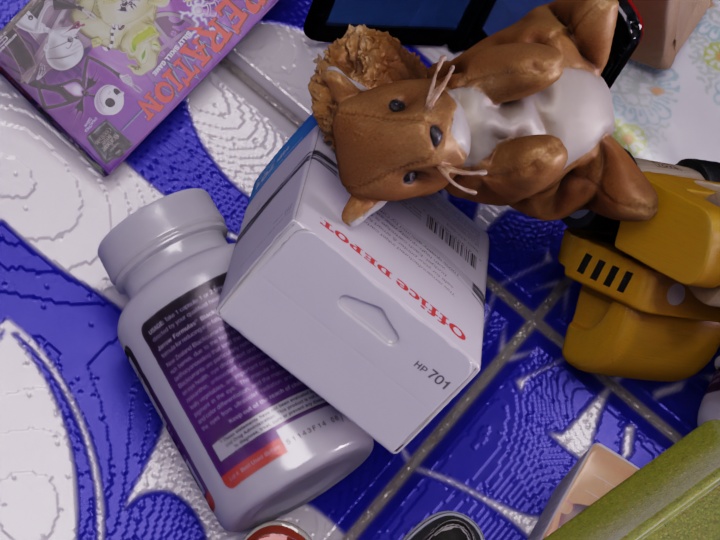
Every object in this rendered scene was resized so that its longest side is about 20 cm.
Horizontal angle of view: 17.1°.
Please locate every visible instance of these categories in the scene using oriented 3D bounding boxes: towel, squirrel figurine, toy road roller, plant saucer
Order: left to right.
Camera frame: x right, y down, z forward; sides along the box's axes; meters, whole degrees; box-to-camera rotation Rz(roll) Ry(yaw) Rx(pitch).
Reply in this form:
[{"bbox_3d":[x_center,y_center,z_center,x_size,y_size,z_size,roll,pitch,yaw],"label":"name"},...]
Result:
[{"bbox_3d":[0.048,-0.085,1.450,0.186,0.200,0.142,-17,104,-34],"label":"squirrel figurine"},{"bbox_3d":[0.206,0.009,1.514,0.122,0.200,0.147,6,103,-32],"label":"toy road roller"},{"bbox_3d":[0.206,0.211,1.420,0.200,0.048,0.200,-33,78,-19],"label":"plant saucer"},{"bbox_3d":[0.251,-0.115,1.659,0.200,0.048,0.171,-34,76,-18],"label":"towel"}]

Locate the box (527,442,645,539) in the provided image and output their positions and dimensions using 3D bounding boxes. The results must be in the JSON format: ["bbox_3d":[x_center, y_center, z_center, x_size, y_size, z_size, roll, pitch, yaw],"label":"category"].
[{"bbox_3d":[0.153,0.239,1.485,0.152,0.106,0.200,30,69,3],"label":"box"}]

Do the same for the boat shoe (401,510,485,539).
[{"bbox_3d":[0.025,0.236,1.493,0.068,0.057,0.201,29,69,3],"label":"boat shoe"}]

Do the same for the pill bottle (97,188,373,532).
[{"bbox_3d":[-0.085,0.053,1.513,0.111,0.111,0.201,-26,77,-16],"label":"pill bottle"}]

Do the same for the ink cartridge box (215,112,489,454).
[{"bbox_3d":[0.000,0.000,1.481,0.146,0.200,0.086,39,113,-12],"label":"ink cartridge box"}]

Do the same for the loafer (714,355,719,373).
[{"bbox_3d":[0.316,0.050,1.455,0.199,0.072,0.063,-19,80,16],"label":"loafer"}]

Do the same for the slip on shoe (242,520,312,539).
[{"bbox_3d":[-0.062,0.250,1.471,0.074,0.061,0.201,15,70,-5],"label":"slip on shoe"}]

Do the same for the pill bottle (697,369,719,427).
[{"bbox_3d":[0.286,0.078,1.559,0.112,0.112,0.201,28,69,2],"label":"pill bottle"}]

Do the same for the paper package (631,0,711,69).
[{"bbox_3d":[0.141,-0.251,1.585,0.199,0.191,0.104,25,66,15],"label":"paper package"}]

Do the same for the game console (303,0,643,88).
[{"bbox_3d":[0.070,-0.156,1.560,0.118,0.200,0.173,-30,77,-21],"label":"game console"}]

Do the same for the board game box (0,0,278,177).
[{"bbox_3d":[-0.143,-0.175,1.602,0.120,0.032,0.200,45,78,-12],"label":"board game box"}]
